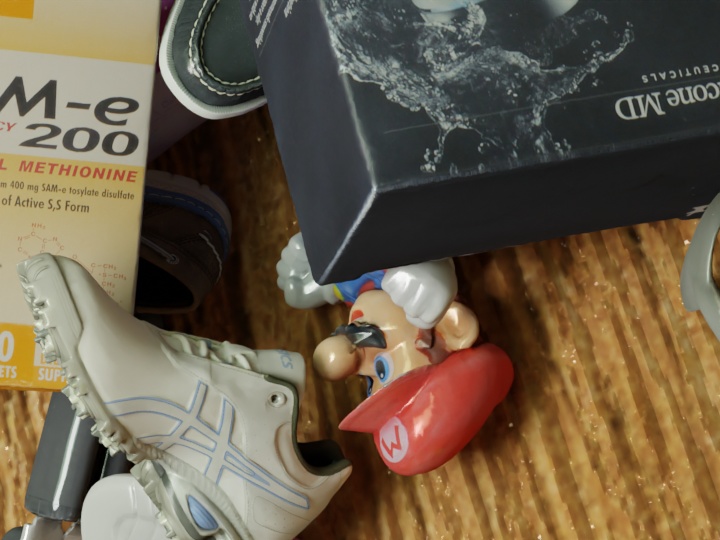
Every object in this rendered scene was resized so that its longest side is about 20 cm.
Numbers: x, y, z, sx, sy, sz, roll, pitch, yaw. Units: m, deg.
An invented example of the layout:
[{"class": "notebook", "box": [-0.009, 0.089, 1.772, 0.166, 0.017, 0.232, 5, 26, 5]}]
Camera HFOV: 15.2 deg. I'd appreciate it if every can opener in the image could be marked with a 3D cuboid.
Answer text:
[{"class": "can opener", "box": [-0.154, 0.109, 1.373, 0.066, 0.053, 0.201, 18, 92, 35]}]

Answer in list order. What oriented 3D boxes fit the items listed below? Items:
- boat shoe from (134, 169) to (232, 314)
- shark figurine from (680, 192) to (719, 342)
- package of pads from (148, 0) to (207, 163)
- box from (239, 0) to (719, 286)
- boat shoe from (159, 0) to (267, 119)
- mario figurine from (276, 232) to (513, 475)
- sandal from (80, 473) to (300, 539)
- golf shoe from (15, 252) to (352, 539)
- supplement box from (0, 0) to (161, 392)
[{"class": "boat shoe", "box": [-0.165, -0.018, 1.332, 0.199, 0.072, 0.073, 4, 38, 2]}, {"class": "shark figurine", "box": [0.213, 0.050, 1.128, 0.214, 0.090, 0.128, 11, 54, 27]}, {"class": "package of pads", "box": [-0.101, -0.134, 1.367, 0.200, 0.076, 0.121, -35, 64, 25]}, {"class": "box", "box": [0.058, -0.118, 1.167, 0.117, 0.196, 0.201, 123, 134, -66]}, {"class": "boat shoe", "box": [-0.017, -0.151, 1.257, 0.200, 0.076, 0.060, -53, 14, -26]}, {"class": "mario figurine", "box": [0.000, 0.000, 1.251, 0.106, 0.123, 0.201, -19, 66, 12]}, {"class": "sandal", "box": [-0.044, 0.155, 1.298, 0.202, 0.050, 0.083, 22, 109, 22]}, {"class": "golf shoe", "box": [-0.077, 0.050, 1.204, 0.097, 0.200, 0.078, -35, 38, -1]}, {"class": "supplement box", "box": [-0.164, -0.047, 1.255, 0.074, 0.125, 0.201, -167, 82, -79]}]
